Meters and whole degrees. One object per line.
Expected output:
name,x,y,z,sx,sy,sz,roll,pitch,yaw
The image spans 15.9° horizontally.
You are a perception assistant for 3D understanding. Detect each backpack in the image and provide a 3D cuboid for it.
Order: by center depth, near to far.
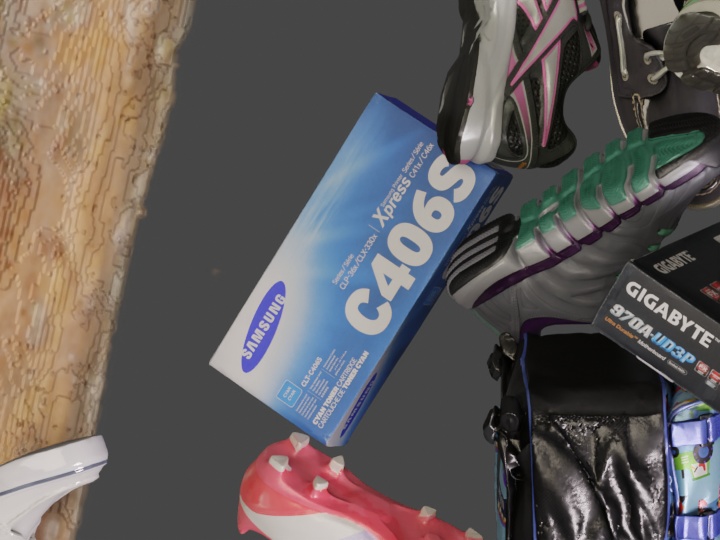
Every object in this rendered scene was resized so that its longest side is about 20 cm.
backpack,0.142,0.145,1.479,0.134,0.183,0.201,-3,102,4

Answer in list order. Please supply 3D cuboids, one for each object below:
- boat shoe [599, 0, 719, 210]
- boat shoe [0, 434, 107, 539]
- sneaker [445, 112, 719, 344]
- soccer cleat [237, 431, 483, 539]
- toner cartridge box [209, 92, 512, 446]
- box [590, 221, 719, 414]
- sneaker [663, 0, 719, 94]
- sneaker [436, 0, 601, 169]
boat shoe,0.176,-0.133,1.534,0.072,0.063,0.201,-14,85,13
boat shoe,-0.237,0.166,1.652,0.200,0.074,0.066,-27,85,24
sneaker,0.150,-0.018,1.529,0.200,0.074,0.088,-30,113,28
soccer cleat,0.013,0.177,1.580,0.200,0.067,0.077,33,128,10
toner cartridge box,0.000,0.000,1.594,0.095,0.043,0.200,34,98,17
box,0.232,0.042,1.438,0.159,0.200,0.046,35,110,16
sneaker,0.275,-0.146,1.491,0.199,0.077,0.089,11,55,-6
sneaker,0.106,-0.152,1.561,0.086,0.080,0.201,14,83,-14
